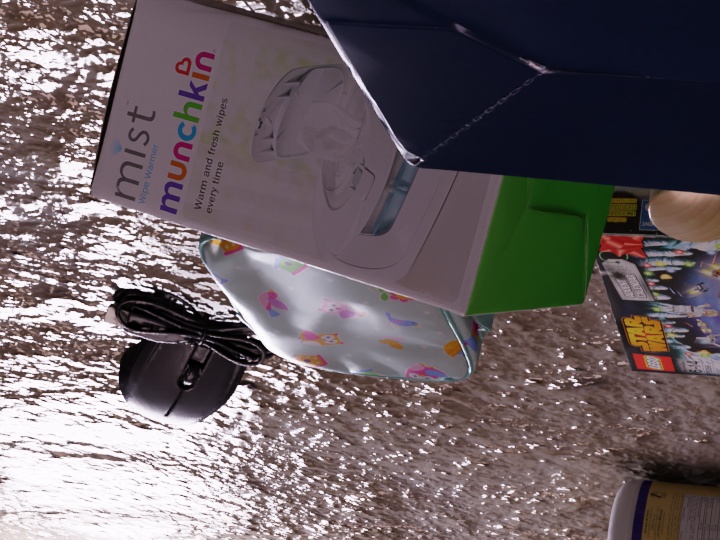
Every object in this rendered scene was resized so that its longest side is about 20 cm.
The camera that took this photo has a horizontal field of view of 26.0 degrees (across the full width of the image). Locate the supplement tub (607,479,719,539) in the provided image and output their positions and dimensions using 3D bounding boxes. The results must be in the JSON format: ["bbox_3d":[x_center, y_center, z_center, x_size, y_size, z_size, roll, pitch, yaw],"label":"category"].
[{"bbox_3d":[0.313,0.255,1.311,0.199,0.146,0.146,3,154,17],"label":"supplement tub"}]

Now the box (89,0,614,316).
[{"bbox_3d":[0.009,-0.052,0.698,0.175,0.097,0.200,16,-174,20],"label":"box"}]

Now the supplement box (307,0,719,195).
[{"bbox_3d":[0.108,-0.142,0.472,0.199,0.201,0.134,7,157,25],"label":"supplement box"}]

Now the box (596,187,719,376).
[{"bbox_3d":[0.222,0.011,0.959,0.136,0.040,0.200,3,154,20],"label":"box"}]

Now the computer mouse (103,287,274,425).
[{"bbox_3d":[-0.149,0.083,1.250,0.138,0.053,0.200,15,155,-11],"label":"computer mouse"}]

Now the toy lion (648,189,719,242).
[{"bbox_3d":[0.206,-0.092,0.737,0.199,0.069,0.192,3,146,16],"label":"toy lion"}]

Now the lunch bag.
[{"bbox_3d":[0.000,0.000,0.986,0.159,0.078,0.200,1,153,19],"label":"lunch bag"}]
